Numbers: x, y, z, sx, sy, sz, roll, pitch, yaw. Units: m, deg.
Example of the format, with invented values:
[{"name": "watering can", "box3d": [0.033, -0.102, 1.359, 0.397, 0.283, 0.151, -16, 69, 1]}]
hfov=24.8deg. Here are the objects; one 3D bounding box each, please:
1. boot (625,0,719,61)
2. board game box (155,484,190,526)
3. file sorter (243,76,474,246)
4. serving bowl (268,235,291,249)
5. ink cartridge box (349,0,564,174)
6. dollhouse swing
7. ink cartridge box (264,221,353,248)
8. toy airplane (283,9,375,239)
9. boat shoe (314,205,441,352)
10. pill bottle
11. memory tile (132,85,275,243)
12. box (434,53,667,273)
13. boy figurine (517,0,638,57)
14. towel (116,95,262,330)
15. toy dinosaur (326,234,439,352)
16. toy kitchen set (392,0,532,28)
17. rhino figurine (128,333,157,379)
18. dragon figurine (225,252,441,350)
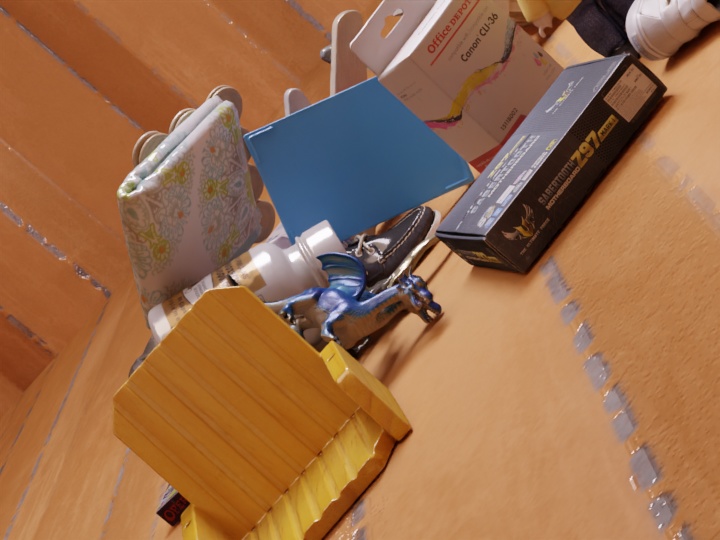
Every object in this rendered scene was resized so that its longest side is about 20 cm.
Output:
[{"name": "boot", "box3d": [0.301, -0.269, 1.426, 0.096, 0.074, 0.200, -27, 33, 48]}, {"name": "board game box", "box3d": [-0.130, 0.170, 1.706, 0.200, 0.032, 0.120, -44, 9, 26]}, {"name": "file sorter", "box3d": [-0.006, -0.119, 1.727, 0.200, 0.139, 0.123, -24, 7, -3]}, {"name": "serving bowl", "box3d": [-0.106, 0.063, 1.819, 0.200, 0.066, 0.200, -47, 22, 25]}, {"name": "ink cartridge box", "box3d": [0.101, -0.192, 1.562, 0.117, 0.200, 0.067, -55, 13, -26]}, {"name": "dollhouse swing", "box3d": [-0.097, 0.130, 1.343, 0.200, 0.176, 0.182, -48, 11, 2]}, {"name": "ink cartridge box", "box3d": [-0.055, -0.038, 1.964, 0.200, 0.076, 0.136, -52, 11, -20]}, {"name": "toy airplane", "box3d": [-0.002, -0.162, 1.862, 0.200, 0.199, 0.141, -50, 8, 3]}, {"name": "boat shoe", "box3d": [0.000, 0.000, 1.674, 0.200, 0.060, 0.074, -45, 13, 22]}, {"name": "pill bottle", "box3d": [-0.096, 0.039, 1.598, 0.200, 0.115, 0.114, -31, 12, 0]}, {"name": "memory tile", "box3d": [-0.165, -0.085, 1.751, 0.017, 0.200, 0.153, 20, 48, 38]}, {"name": "box", "box3d": [0.158, -0.091, 1.401, 0.200, 0.051, 0.158, -51, 10, -5]}, {"name": "boy figurine", "box3d": [0.192, -0.278, 1.504, 0.124, 0.200, 0.064, -43, 12, 14]}, {"name": "towel", "box3d": [-0.174, -0.059, 1.669, 0.048, 0.171, 0.200, 9, 40, 26]}, {"name": "toy dinosaur", "box3d": [0.026, 0.026, 1.544, 0.200, 0.047, 0.088, -46, 5, 2]}, {"name": "toy kitchen set", "box3d": [0.124, -0.292, 1.932, 0.180, 0.199, 0.164, -172, 81, -77]}, {"name": "rhino figurine", "box3d": [-0.176, 0.060, 1.721, 0.087, 0.060, 0.200, -11, 43, 58]}, {"name": "dragon figurine", "box3d": [-0.021, 0.025, 1.472, 0.200, 0.059, 0.099, 20, 61, 38]}]
